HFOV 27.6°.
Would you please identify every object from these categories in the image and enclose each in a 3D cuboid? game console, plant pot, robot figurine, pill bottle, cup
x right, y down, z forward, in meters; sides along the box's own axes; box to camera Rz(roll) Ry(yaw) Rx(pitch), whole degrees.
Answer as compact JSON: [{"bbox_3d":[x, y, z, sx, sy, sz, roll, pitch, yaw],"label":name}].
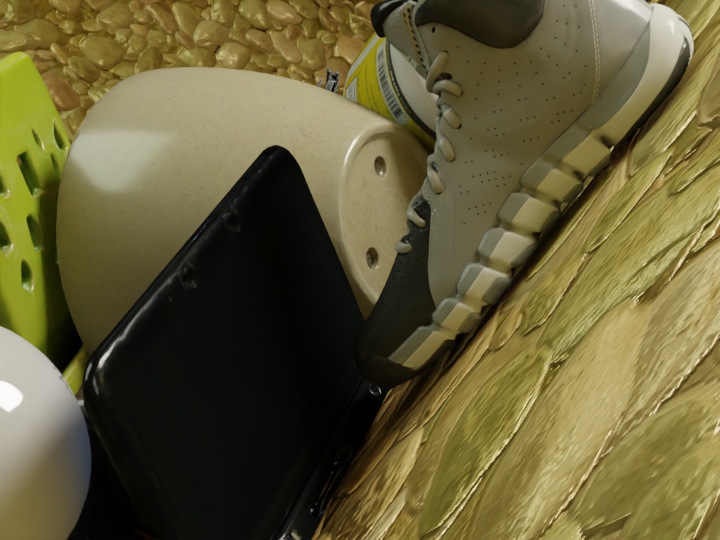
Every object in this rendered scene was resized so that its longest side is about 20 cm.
[{"bbox_3d":[-0.069,0.075,0.628,0.176,0.116,0.200,-48,5,36],"label":"game console"},{"bbox_3d":[-0.240,0.016,0.789,0.200,0.182,0.199,-26,14,11],"label":"plant pot"},{"bbox_3d":[-0.174,0.101,0.600,0.200,0.150,0.125,111,170,-58],"label":"robot figurine"},{"bbox_3d":[0.053,-0.103,0.842,0.112,0.112,0.200,-53,5,-13],"label":"pill bottle"},{"bbox_3d":[-0.039,-0.019,0.779,0.143,0.200,0.200,-6,34,35],"label":"cup"}]

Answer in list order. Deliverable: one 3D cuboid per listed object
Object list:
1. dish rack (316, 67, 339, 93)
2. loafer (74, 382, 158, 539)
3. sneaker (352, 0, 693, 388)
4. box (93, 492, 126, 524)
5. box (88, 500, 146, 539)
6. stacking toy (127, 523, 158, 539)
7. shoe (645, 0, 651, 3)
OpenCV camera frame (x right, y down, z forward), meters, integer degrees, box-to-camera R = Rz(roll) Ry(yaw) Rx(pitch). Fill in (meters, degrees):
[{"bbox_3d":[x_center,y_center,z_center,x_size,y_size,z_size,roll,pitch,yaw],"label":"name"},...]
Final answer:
[{"bbox_3d":[-0.066,-0.040,0.968,0.153,0.054,0.200,129,163,-83],"label":"dish rack"},{"bbox_3d":[-0.099,0.085,0.723,0.200,0.073,0.071,85,-150,-69],"label":"loafer"},{"bbox_3d":[0.035,-0.055,0.618,0.200,0.115,0.075,-51,5,7],"label":"sneaker"},{"bbox_3d":[-0.207,0.081,0.905,0.160,0.044,0.200,-16,47,21],"label":"box"},{"bbox_3d":[-0.212,0.235,0.759,0.200,0.123,0.198,-47,8,43],"label":"box"},{"bbox_3d":[-0.139,0.139,0.906,0.200,0.146,0.146,-29,18,38],"label":"stacking toy"},{"bbox_3d":[0.157,-0.191,0.743,0.200,0.071,0.091,-43,3,35],"label":"shoe"}]
